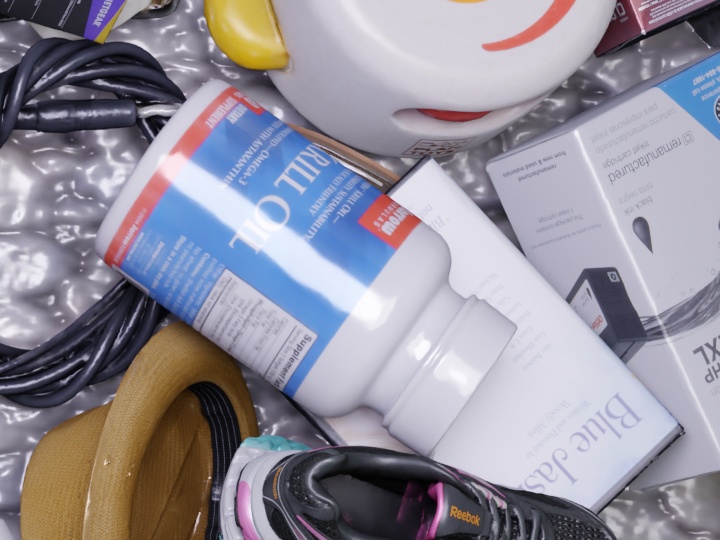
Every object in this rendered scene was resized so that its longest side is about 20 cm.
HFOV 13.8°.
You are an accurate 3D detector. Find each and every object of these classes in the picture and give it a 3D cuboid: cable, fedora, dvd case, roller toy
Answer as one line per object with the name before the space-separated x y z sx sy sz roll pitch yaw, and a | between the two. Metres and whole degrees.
cable | -0.162 -0.023 1.554 0.200 0.051 0.163 -42 116 -6
fedora | -0.121 0.122 1.541 0.081 0.200 0.202 3 85 23
dvd case | 0.051 0.060 1.557 0.143 0.018 0.200 -43 88 -6
roller toy | 0.034 -0.155 1.587 0.182 0.140 0.200 39 68 -5

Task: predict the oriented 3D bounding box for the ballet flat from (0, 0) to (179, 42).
ballet flat | -0.184 -0.150 1.555 0.199 0.068 0.069 -9 56 -16

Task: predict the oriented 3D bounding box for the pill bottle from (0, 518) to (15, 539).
pill bottle | -0.257 0.084 1.506 0.111 0.111 0.200 -34 96 -15

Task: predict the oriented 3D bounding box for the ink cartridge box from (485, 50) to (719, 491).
ink cartridge box | 0.179 -0.002 1.628 0.145 0.084 0.201 -28 95 -38

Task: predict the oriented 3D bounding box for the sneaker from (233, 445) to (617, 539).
sneaker | 0.042 0.132 1.475 0.199 0.086 0.081 9 74 -20

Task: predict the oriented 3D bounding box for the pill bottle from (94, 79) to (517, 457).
pill bottle | -0.024 0.003 1.494 0.200 0.112 0.112 35 78 2

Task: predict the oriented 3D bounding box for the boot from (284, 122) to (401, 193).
boot | 0.000 0.000 1.603 0.200 0.075 0.097 31 76 -14

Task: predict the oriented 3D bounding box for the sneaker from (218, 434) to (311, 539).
sneaker | -0.053 0.174 1.522 0.077 0.091 0.201 20 44 -19

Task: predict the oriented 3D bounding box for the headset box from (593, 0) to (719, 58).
headset box | 0.172 -0.222 1.656 0.148 0.075 0.201 -24 91 -18

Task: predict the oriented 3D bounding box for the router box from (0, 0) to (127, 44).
router box | -0.184 -0.230 1.534 0.157 0.052 0.201 17 57 -14
